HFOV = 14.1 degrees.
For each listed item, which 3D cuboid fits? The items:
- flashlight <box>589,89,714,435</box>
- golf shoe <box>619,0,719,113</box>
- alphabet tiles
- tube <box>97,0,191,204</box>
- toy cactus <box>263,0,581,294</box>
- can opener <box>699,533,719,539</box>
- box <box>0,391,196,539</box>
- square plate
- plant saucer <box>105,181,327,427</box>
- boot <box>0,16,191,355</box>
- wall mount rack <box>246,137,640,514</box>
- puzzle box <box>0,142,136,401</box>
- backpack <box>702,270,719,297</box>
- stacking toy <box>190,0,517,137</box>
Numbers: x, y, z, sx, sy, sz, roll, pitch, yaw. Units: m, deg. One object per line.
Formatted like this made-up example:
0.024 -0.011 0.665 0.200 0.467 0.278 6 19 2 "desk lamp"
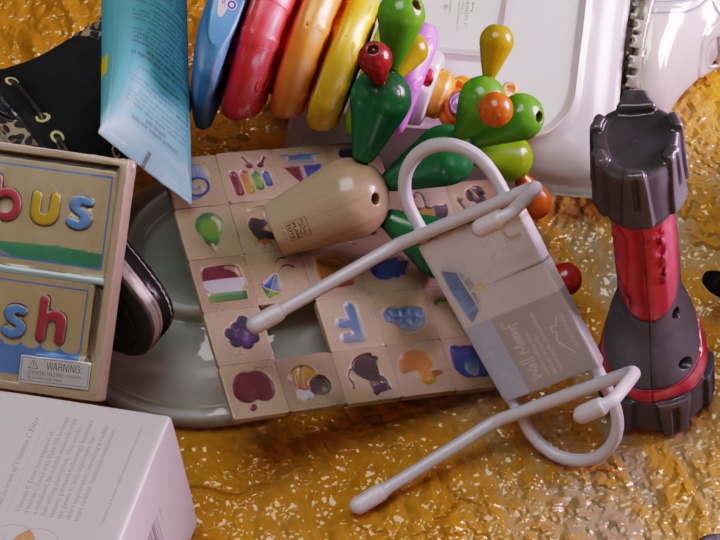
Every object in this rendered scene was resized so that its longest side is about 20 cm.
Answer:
0.151 0.003 1.548 0.068 0.201 0.068 -39 54 -22 "flashlight"
0.217 -0.156 1.768 0.097 0.078 0.201 19 57 12 "golf shoe"
0.000 0.000 1.647 0.199 0.008 0.168 -6 61 -22 "alphabet tiles"
-0.122 -0.133 1.665 0.050 0.077 0.201 -33 42 29 "tube"
0.030 -0.047 1.614 0.164 0.201 0.102 -23 30 3 "toy cactus"
0.193 0.169 1.505 0.199 0.053 0.067 -7 80 3 "can opener"
-0.204 0.140 1.555 0.199 0.098 0.125 8 50 15 "box"
0.060 -0.149 1.727 0.197 0.028 0.201 5 78 11 "square plate"
-0.084 -0.001 1.693 0.199 0.050 0.201 -5 48 6 "plant saucer"
-0.141 -0.057 1.667 0.204 0.074 0.153 45 49 17 "boot"
0.047 0.039 1.561 0.173 0.201 0.075 -23 10 33 "wall mount rack"
-0.226 -0.008 1.578 0.199 0.025 0.134 7 89 6 "puzzle box"
0.304 -0.070 1.630 0.199 0.155 0.191 7 40 20 "backpack"
0.006 -0.114 1.673 0.199 0.110 0.117 21 72 1 "stacking toy"
